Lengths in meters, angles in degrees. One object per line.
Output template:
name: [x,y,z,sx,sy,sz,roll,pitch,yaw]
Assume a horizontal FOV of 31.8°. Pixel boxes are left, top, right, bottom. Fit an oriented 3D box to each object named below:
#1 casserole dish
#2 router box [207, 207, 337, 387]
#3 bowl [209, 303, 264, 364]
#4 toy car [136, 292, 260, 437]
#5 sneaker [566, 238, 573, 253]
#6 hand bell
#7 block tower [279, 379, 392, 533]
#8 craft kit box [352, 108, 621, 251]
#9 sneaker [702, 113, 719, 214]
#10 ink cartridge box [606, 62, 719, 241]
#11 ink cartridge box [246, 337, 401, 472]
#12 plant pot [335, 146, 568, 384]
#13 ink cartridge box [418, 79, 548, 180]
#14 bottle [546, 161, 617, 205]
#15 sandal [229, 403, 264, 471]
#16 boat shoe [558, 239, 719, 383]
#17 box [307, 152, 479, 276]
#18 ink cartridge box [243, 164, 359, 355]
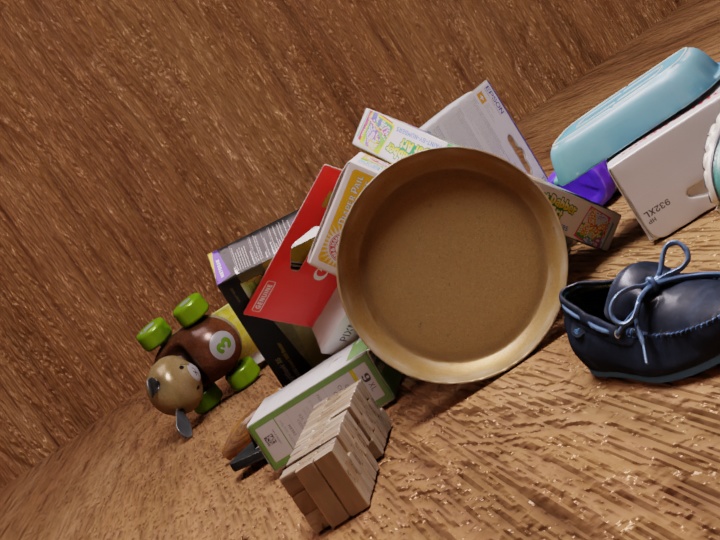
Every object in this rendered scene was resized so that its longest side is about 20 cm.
casserole dish: [0.256,-0.151,1.200,0.199,0.039,0.121,-35,5,29]
router box: [-0.053,0.025,1.361,0.156,0.201,0.052,-26,47,2]
bowl: [-0.188,0.105,2.109,0.199,0.108,0.200,-32,-1,-1]
toy car: [-0.269,0.164,1.945,0.157,0.165,0.200,-32,15,21]
sneaker: [0.174,-0.022,1.311,0.091,0.076,0.200,-19,17,24]
hand bell: [-0.093,0.145,1.495,0.200,0.104,0.104,-47,6,-4]
block tower: [-0.018,0.150,1.053,0.054,0.058,0.200,-32,5,11]
craft kit box: [0.123,-0.090,1.243,0.199,0.196,0.049,31,104,48]
sneaker: [0.358,-0.119,1.046,0.200,0.078,0.079,-40,21,-20]
ink cartridge box: [0.314,-0.118,1.207,0.144,0.084,0.200,-33,6,16]
ink cartridge box: [-0.013,0.116,1.278,0.199,0.060,0.104,-34,4,11]
plant pot: [0.078,-0.004,1.083,0.199,0.201,0.027,-34,-7,6]
ink cartridge box: [0.145,-0.101,1.475,0.043,0.197,0.200,-27,9,38]
bottle: [0.285,-0.125,1.534,0.083,0.066,0.200,-30,7,31]
sandal: [-0.070,0.149,1.397,0.200,0.048,0.075,-36,6,-18]
boat shoe: [0.182,0.030,0.816,0.084,0.069,0.200,-37,6,-26]
box: [0.064,-0.022,1.166,0.113,0.198,0.102,-64,-3,-79]
ink cartridge box: [0.000,0.000,1.290,0.201,0.175,0.045,-59,37,29]
